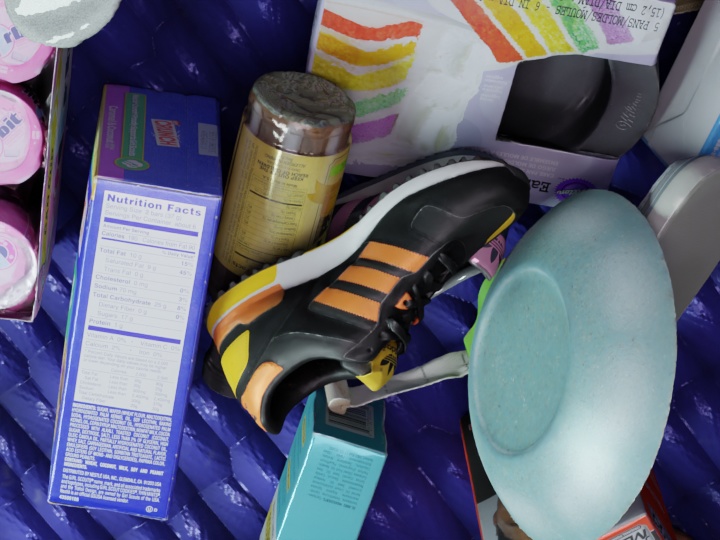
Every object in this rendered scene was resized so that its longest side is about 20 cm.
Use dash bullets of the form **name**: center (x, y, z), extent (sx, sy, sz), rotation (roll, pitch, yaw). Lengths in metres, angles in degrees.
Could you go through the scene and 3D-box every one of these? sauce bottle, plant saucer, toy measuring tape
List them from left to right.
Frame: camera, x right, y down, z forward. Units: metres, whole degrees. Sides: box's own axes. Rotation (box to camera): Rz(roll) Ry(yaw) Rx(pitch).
- **sauce bottle**: center (-0.053, -0.017, 1.347), extent (0.065, 0.065, 0.200), rotation (12, 124, -6)
- **toy measuring tape**: center (0.070, 0.032, 1.421), extent (0.200, 0.074, 0.074), rotation (-15, 112, 0)
- **plant saucer**: center (0.103, 0.052, 1.296), extent (0.039, 0.201, 0.201), rotation (7, 113, -26)

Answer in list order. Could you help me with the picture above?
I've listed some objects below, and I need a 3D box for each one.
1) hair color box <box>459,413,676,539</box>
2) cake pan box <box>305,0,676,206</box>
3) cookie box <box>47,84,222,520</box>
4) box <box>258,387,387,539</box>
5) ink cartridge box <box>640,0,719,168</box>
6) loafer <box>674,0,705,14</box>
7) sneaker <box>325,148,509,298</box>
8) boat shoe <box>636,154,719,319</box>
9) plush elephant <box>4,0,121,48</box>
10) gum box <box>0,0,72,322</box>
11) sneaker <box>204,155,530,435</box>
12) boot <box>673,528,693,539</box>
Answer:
- **hair color box**: center (0.124, 0.135, 1.397), extent (0.101, 0.200, 0.061), rotation (-28, 114, 9)
- **cake pan box**: center (0.069, -0.119, 1.333), extent (0.200, 0.052, 0.184), rotation (10, 142, -5)
- **cookie box**: center (-0.129, 0.014, 1.359), extent (0.075, 0.171, 0.200), rotation (8, 111, -7)
- **box**: center (-0.037, 0.176, 1.474), extent (0.049, 0.082, 0.200), rotation (17, 110, -7)
- **ink cartridge box**: center (0.276, -0.090, 1.364), extent (0.200, 0.068, 0.115), rotation (13, 115, -29)
- **loafer**: center (0.172, -0.179, 1.345), extent (0.200, 0.067, 0.076), rotation (-7, 112, 1)
- **sneaker**: center (0.000, 0.000, 1.380), extent (0.200, 0.082, 0.070), rotation (-27, 131, 30)
- **boat shoe**: center (0.145, 0.005, 1.330), extent (0.070, 0.072, 0.201), rotation (-12, 138, -39)
- **plush elephant**: center (-0.150, -0.205, 1.232), extent (0.155, 0.200, 0.165), rotation (-29, 89, 6)
- **gum box**: center (-0.204, -0.087, 1.346), extent (0.066, 0.114, 0.200), rotation (6, 111, -4)
- **sneaker**: center (0.015, 0.018, 1.282), extent (0.200, 0.090, 0.070), rotation (-29, 150, 12)
- **boot**: center (0.161, 0.255, 1.519), extent (0.155, 0.074, 0.200), rotation (28, 111, -16)
